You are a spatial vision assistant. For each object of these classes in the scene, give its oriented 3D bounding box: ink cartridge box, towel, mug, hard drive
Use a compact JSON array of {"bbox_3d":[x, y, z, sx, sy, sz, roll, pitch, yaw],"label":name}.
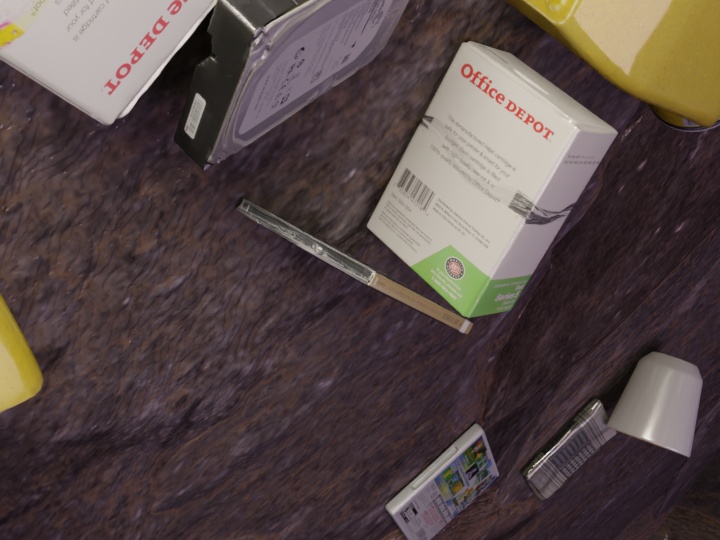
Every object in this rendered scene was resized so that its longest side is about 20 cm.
[{"bbox_3d":[0.115,-0.082,0.937,0.084,0.145,0.201,-4,130,-50],"label":"ink cartridge box"},{"bbox_3d":[0.380,0.331,1.857,0.193,0.035,0.200,-45,150,-4],"label":"towel"},{"bbox_3d":[0.519,0.226,1.823,0.148,0.186,0.155,22,86,-29],"label":"mug"},{"bbox_3d":[-0.032,-0.161,0.692,0.200,0.038,0.140,-42,171,-37],"label":"hard drive"},{"bbox_3d":[-0.165,-0.187,0.529,0.148,0.086,0.200,-48,151,4],"label":"ink cartridge box"}]

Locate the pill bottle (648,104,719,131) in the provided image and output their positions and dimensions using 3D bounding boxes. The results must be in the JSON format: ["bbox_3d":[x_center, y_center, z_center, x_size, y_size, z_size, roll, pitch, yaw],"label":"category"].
[{"bbox_3d":[0.340,-0.234,1.069,0.112,0.112,0.200,-47,150,2],"label":"pill bottle"}]

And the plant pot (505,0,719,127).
[{"bbox_3d":[0.215,-0.257,0.824,0.199,0.195,0.197,2,126,-40],"label":"plant pot"}]

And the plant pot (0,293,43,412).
[{"bbox_3d":[-0.296,-0.016,0.479,0.199,0.200,0.178,-27,134,-28],"label":"plant pot"}]

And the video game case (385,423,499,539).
[{"bbox_3d":[0.129,0.333,1.562,0.182,0.022,0.200,-40,148,-10],"label":"video game case"}]

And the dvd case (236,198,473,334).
[{"bbox_3d":[0.000,0.000,0.890,0.016,0.148,0.200,-62,149,1],"label":"dvd case"}]
